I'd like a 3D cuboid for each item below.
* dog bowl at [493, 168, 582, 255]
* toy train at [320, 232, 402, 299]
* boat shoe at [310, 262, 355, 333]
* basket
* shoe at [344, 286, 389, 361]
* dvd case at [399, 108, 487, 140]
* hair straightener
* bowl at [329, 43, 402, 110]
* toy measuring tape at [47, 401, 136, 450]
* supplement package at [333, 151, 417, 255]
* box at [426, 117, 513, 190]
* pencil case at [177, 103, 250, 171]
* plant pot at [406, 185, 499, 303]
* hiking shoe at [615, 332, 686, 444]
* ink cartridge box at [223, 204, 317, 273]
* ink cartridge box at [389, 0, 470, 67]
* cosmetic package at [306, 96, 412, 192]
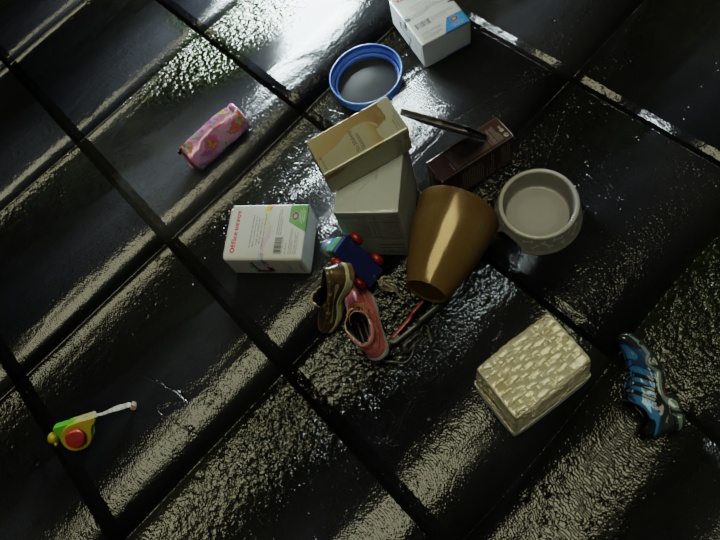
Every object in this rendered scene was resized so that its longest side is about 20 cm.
[{"bbox_3d":[0.395,-0.137,1.325,0.196,0.059,0.203,-5,65,10],"label":"dog bowl"},{"bbox_3d":[0.000,0.000,1.342,0.085,0.200,0.115,-53,26,-13],"label":"toy train"},{"bbox_3d":[-0.074,0.059,1.270,0.074,0.204,0.075,-3,45,-24],"label":"boat shoe"},{"bbox_3d":[0.332,0.201,1.151,0.199,0.124,0.136,-36,62,-4],"label":"basket"},{"bbox_3d":[0.000,0.094,1.281,0.071,0.091,0.202,-28,53,9],"label":"shoe"},{"bbox_3d":[0.183,-0.311,1.277,0.147,0.199,0.016,21,104,20],"label":"dvd case"},{"bbox_3d":[0.122,0.128,1.279,0.200,0.041,0.077,-44,64,-8],"label":"hair straightener"},{"bbox_3d":[0.017,-0.513,1.586,0.197,0.039,0.204,-5,65,11],"label":"bowl"},{"bbox_3d":[-0.600,0.358,1.344,0.197,0.074,0.074,-15,62,-14],"label":"toy measuring tape"},{"bbox_3d":[0.040,-0.164,1.341,0.144,0.201,0.194,1,65,14],"label":"supplement package"},{"bbox_3d":[0.257,-0.254,1.388,0.198,0.100,0.075,-34,63,-4],"label":"box"},{"bbox_3d":[-0.391,-0.356,1.598,0.200,0.088,0.087,-46,64,-8],"label":"pencil case"},{"bbox_3d":[0.175,-0.040,1.256,0.184,0.187,0.202,17,68,20],"label":"plant pot"},{"bbox_3d":[0.529,0.215,1.125,0.085,0.075,0.202,-21,63,2],"label":"hiking shoe"},{"bbox_3d":[-0.213,-0.075,1.426,0.196,0.084,0.147,0,66,13],"label":"ink cartridge box"},{"bbox_3d":[0.186,-0.669,1.599,0.144,0.085,0.202,-27,62,0],"label":"ink cartridge box"},{"bbox_3d":[-0.003,-0.263,1.244,0.198,0.071,0.106,-30,63,-1],"label":"cosmetic package"}]
